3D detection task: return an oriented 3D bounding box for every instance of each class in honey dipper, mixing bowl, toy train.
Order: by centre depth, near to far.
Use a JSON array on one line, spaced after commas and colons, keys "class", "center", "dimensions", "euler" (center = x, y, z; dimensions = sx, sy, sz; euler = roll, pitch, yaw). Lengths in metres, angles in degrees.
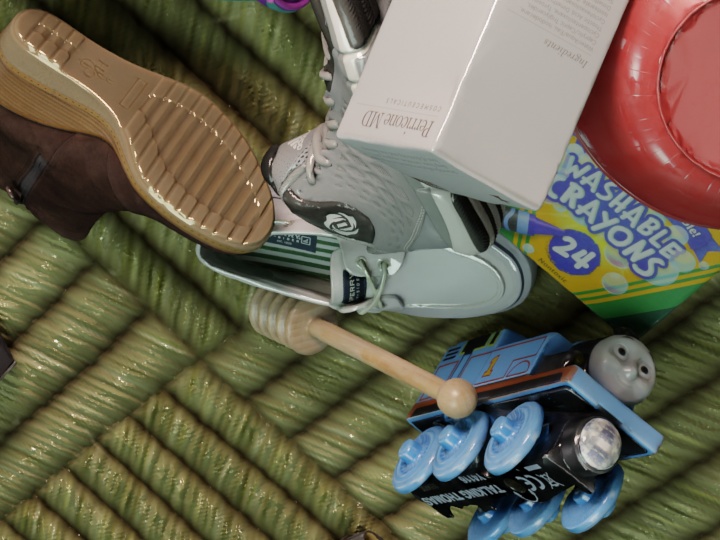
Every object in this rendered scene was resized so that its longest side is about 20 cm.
[{"class": "mixing bowl", "center": [0.191, -0.102, 1.150], "dimensions": [0.200, 0.108, 0.200], "euler": [1, 107, 5]}, {"class": "toy train", "center": [0.094, 0.088, 1.341], "dimensions": [0.087, 0.114, 0.200], "euler": [37, 155, -16]}, {"class": "honey dipper", "center": [0.004, 0.048, 1.373], "dimensions": [0.200, 0.038, 0.038], "euler": [24, 140, 50]}]

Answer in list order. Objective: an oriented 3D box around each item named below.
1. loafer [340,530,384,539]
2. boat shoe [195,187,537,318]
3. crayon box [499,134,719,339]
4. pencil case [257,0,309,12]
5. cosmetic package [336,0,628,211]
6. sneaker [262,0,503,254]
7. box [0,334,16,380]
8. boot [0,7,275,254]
[{"class": "loafer", "center": [0.051, 0.248, 1.544], "dimensions": [0.200, 0.073, 0.072], "euler": [36, 126, -5]}, {"class": "boat shoe", "center": [0.000, 0.000, 1.381], "dimensions": [0.200, 0.067, 0.074], "euler": [8, 122, 20]}, {"class": "crayon box", "center": [0.166, -0.063, 1.273], "dimensions": [0.126, 0.052, 0.200], "euler": [39, 130, -7]}, {"class": "pencil case", "center": [-0.122, -0.184, 1.289], "dimensions": [0.200, 0.092, 0.085], "euler": [5, 126, 21]}, {"class": "cosmetic package", "center": [0.073, -0.136, 1.134], "dimensions": [0.074, 0.200, 0.102], "euler": [26, 174, -29]}, {"class": "sneaker", "center": [-0.014, -0.082, 1.241], "dimensions": [0.115, 0.075, 0.200], "euler": [-10, 122, 30]}, {"class": "box", "center": [-0.353, 0.003, 1.562], "dimensions": [0.198, 0.050, 0.200], "euler": [-10, 119, 29]}, {"class": "boot", "center": [-0.143, -0.057, 1.391], "dimensions": [0.200, 0.072, 0.166], "euler": [41, 152, 4]}]
